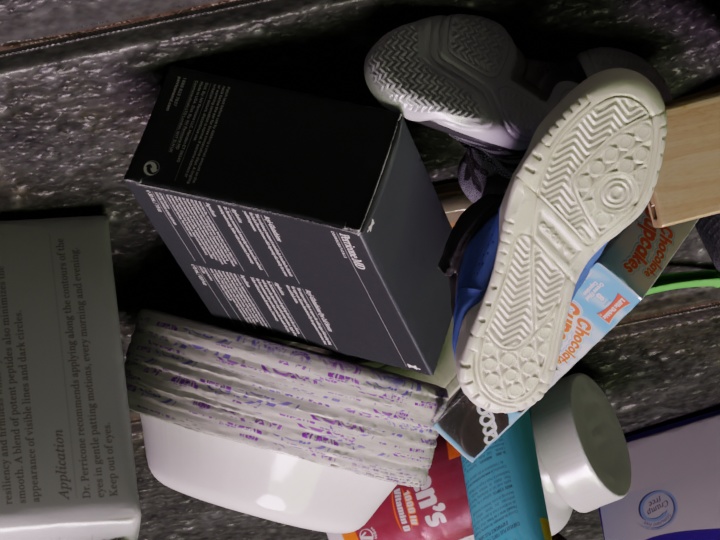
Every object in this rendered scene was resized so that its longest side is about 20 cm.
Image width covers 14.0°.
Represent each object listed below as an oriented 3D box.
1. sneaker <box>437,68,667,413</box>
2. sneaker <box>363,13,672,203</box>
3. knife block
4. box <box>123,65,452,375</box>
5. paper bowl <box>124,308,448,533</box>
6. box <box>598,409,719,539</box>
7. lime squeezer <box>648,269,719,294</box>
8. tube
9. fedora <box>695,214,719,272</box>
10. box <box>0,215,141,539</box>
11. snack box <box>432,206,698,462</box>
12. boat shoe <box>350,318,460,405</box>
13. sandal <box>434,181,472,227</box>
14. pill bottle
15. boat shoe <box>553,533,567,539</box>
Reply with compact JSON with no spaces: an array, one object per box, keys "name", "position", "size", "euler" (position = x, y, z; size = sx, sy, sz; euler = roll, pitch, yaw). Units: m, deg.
[{"name":"sneaker","position":[0.100,-0.032,1.575],"size":[0.076,0.111,0.201],"euler":[15,113,-12]},{"name":"sneaker","position":[0.071,-0.077,1.621],"size":[0.199,0.076,0.114],"euler":[6,148,-33]},{"name":"knife block","position":[0.265,-0.084,1.582],"size":[0.175,0.064,0.200],"euler":[-11,-175,38]},{"name":"box","position":[-0.031,-0.025,1.635],"size":[0.140,0.079,0.200],"euler":[15,160,19]},{"name":"paper bowl","position":[-0.053,0.096,1.794],"size":[0.199,0.105,0.201],"euler":[15,180,0]},{"name":"box","position":[0.292,0.183,2.181],"size":[0.183,0.106,0.200],"euler":[-18,153,18]},{"name":"lime squeezer","position":[0.161,-0.003,1.843],"size":[0.070,0.038,0.200],"euler":[-23,150,25]},{"name":"tube","position":[0.094,0.142,1.925],"size":[0.050,0.201,0.077],"euler":[6,151,-27]},{"name":"fedora","position":[0.269,-0.046,1.730],"size":[0.199,0.092,0.201],"euler":[-8,154,-4]},{"name":"box","position":[-0.228,0.101,1.734],"size":[0.170,0.200,0.200],"euler":[-3,153,-11]},{"name":"snack box","position":[0.126,0.022,1.720],"size":[0.037,0.116,0.200],"euler":[40,138,-1]},{"name":"boat shoe","position":[0.039,0.063,1.898],"size":[0.061,0.072,0.201],"euler":[-39,177,-40]},{"name":"sandal","position":[0.000,0.000,1.775],"size":[0.199,0.054,0.080],"euler":[-16,153,11]},{"name":"pill bottle","position":[0.080,0.146,2.030],"size":[0.199,0.110,0.109],"euler":[-22,151,23]},{"name":"boat shoe","position":[0.122,0.213,2.131],"size":[0.199,0.072,0.068],"euler":[31,168,16]}]
